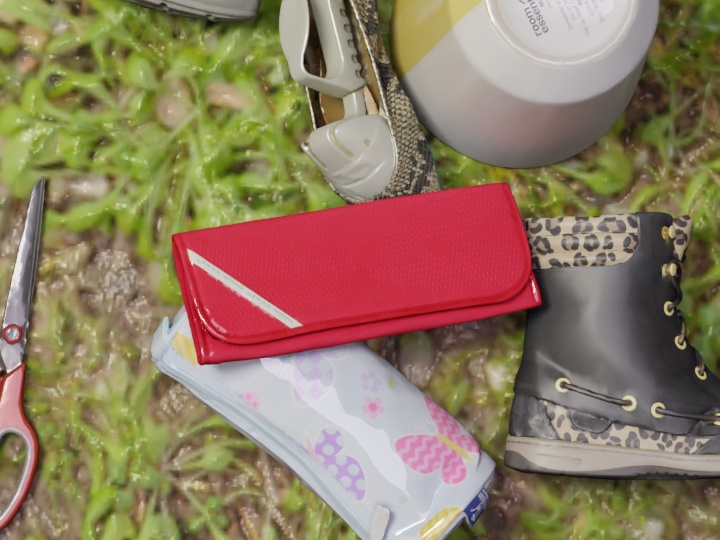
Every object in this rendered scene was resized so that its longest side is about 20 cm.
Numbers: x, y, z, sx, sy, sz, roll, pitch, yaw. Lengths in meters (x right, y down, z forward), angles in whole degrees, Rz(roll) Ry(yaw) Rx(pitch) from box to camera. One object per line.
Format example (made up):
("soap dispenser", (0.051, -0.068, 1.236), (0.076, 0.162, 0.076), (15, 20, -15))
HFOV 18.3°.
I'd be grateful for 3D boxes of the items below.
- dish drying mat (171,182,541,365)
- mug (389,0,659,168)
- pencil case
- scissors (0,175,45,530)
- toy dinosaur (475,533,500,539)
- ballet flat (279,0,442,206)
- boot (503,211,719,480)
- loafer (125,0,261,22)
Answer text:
("dish drying mat", (0.000, 0.000, 1.218), (0.200, 0.018, 0.077), (-10, 73, -19))
("mug", (0.081, -0.146, 1.235), (0.186, 0.153, 0.150), (21, 84, -3))
("pencil case", (-0.021, 0.080, 1.240), (0.200, 0.083, 0.091), (42, 66, 0))
("scissors", (-0.193, 0.050, 1.264), (0.073, 0.014, 0.200), (24, 82, -1))
("toy dinosaur", (0.035, 0.216, 1.206), (0.058, 0.200, 0.101), (36, 122, -17))
("ballet flat", (-0.012, -0.104, 1.260), (0.068, 0.075, 0.200), (-18, 86, 32))
("boot", (0.180, 0.043, 1.272), (0.200, 0.073, 0.151), (0, 85, 0))
("loafer", (-0.146, -0.194, 1.258), (0.200, 0.070, 0.070), (21, 92, -3))
